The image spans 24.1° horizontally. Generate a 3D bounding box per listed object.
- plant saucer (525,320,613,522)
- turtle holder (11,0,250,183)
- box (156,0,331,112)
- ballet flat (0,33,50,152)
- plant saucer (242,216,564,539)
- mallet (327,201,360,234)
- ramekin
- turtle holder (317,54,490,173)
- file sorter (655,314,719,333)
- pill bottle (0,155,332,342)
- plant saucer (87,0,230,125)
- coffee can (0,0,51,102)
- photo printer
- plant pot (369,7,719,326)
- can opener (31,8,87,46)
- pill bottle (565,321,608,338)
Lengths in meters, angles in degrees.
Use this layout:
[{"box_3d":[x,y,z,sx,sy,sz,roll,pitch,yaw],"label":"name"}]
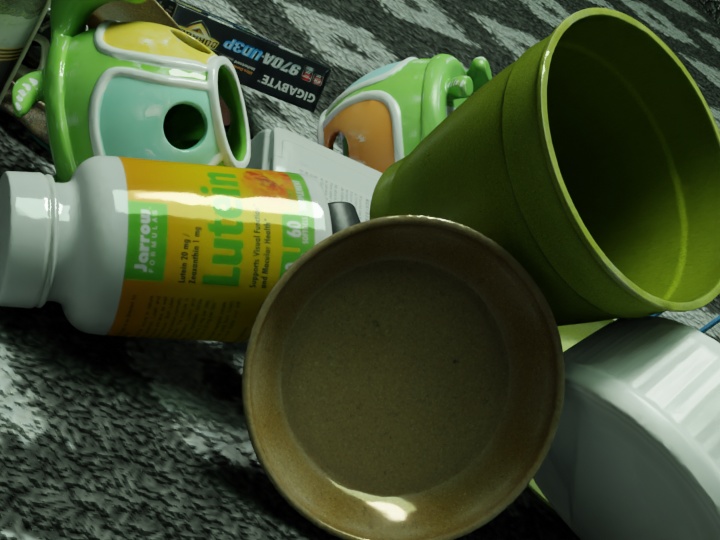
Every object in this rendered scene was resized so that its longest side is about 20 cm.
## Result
[{"box_3d":[0.170,0.115,1.262,0.199,0.031,0.201,16,51,-20],"label":"plant saucer"},{"box_3d":[-0.149,-0.116,1.156,0.141,0.131,0.187,40,43,-69],"label":"turtle holder"},{"box_3d":[-0.136,-0.208,1.522,0.158,0.046,0.200,20,8,-31],"label":"box"},{"box_3d":[-0.238,-0.137,1.270,0.199,0.067,0.068,32,25,-3],"label":"ballet flat"},{"box_3d":[0.024,0.067,1.032,0.199,0.201,0.035,28,-1,-13],"label":"plant saucer"},{"box_3d":[0.045,0.001,1.201,0.199,0.041,0.066,13,60,-37],"label":"mallet"},{"box_3d":[0.199,0.119,1.107,0.202,0.203,0.094,41,66,20],"label":"ramekin"},{"box_3d":[0.042,-0.113,1.390,0.131,0.142,0.186,-4,31,16],"label":"turtle holder"},{"box_3d":[0.267,-0.007,1.532,0.200,0.122,0.139,48,11,-32],"label":"file sorter"},{"box_3d":[-0.127,-0.013,1.061,0.199,0.112,0.111,4,31,-20],"label":"pill bottle"},{"box_3d":[-0.187,-0.182,1.381,0.200,0.035,0.200,42,-13,12],"label":"plant saucer"},{"box_3d":[-0.285,-0.199,1.154,0.146,0.201,0.147,27,21,-12],"label":"coffee can"},{"box_3d":[0.000,0.000,1.242,0.199,0.069,0.167,22,48,-25],"label":"photo printer"},{"box_3d":[0.114,-0.043,1.125,0.200,0.192,0.202,21,58,-39],"label":"plant pot"},{"box_3d":[-0.248,-0.213,1.327,0.053,0.067,0.200,24,0,-21],"label":"can opener"},{"box_3d":[0.129,0.011,1.412,0.106,0.107,0.200,22,23,-25],"label":"pill bottle"}]
